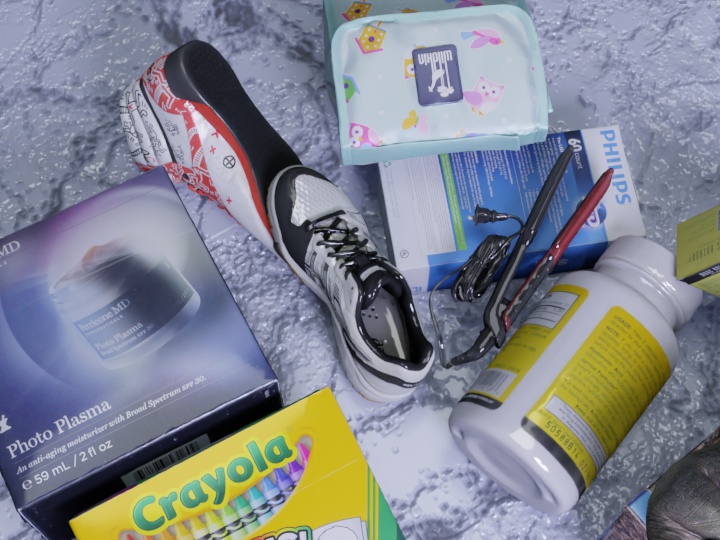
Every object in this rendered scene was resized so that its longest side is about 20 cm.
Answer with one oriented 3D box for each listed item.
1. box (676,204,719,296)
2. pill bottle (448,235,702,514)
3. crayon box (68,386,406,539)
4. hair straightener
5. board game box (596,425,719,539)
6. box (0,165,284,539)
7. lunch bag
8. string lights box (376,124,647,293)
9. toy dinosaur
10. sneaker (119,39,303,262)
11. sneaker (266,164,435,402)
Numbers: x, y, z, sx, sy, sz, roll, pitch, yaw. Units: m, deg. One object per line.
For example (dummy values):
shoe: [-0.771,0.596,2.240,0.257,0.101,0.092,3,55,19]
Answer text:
box: [0.334,0.006,0.932,0.200,0.075,0.050,19,63,-23]
pill bottle: [0.165,0.071,0.931,0.111,0.111,0.200,37,72,15]
crayon box: [-0.074,0.203,0.876,0.200,0.058,0.173,-27,90,-11]
hair straightener: [0.110,-0.014,0.952,0.077,0.041,0.200,33,80,9]
board game box: [0.273,0.156,0.868,0.200,0.160,0.097,-37,71,-13]
box: [-0.189,0.062,0.931,0.200,0.123,0.199,-27,68,-12]
lunch bag: [0.055,-0.166,1.007,0.170,0.122,0.200,-6,46,-1]
string lights box: [0.119,-0.049,1.011,0.199,0.059,0.103,-8,67,-3]
toy dinosaur: [0.223,0.143,0.760,0.200,0.077,0.102,-39,61,-10]
sneaker: [-0.116,-0.082,1.026,0.202,0.108,0.067,57,44,-13]
sneaker: [0.000,0.000,0.952,0.076,0.088,0.200,-27,84,-24]
